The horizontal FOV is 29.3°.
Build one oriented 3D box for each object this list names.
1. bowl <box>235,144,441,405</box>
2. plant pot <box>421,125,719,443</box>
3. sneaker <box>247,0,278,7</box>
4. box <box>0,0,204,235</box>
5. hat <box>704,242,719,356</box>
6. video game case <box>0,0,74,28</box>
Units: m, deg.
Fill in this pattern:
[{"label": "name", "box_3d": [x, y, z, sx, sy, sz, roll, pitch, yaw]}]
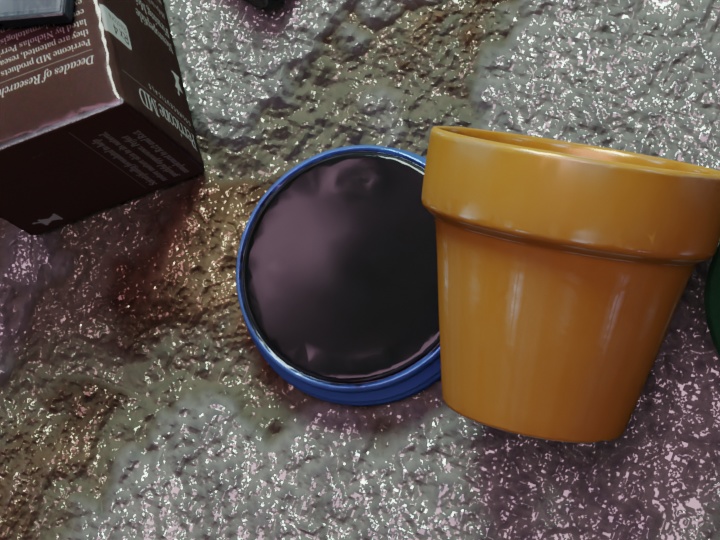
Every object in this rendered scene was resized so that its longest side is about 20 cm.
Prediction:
[{"label": "bowl", "box_3d": [0.000, 0.000, 1.033, 0.200, 0.039, 0.201, -4, 76, 15]}, {"label": "plant pot", "box_3d": [0.131, 0.010, 0.921, 0.199, 0.200, 0.184, 12, 99, 18]}, {"label": "sneaker", "box_3d": [-0.119, -0.300, 1.134, 0.200, 0.075, 0.079, 43, 79, 13]}, {"label": "box", "box_3d": [-0.243, -0.163, 1.075, 0.164, 0.166, 0.201, -19, 72, 10]}, {"label": "hat", "box_3d": [0.337, -0.021, 0.956, 0.165, 0.176, 0.200, 26, 117, 8]}, {"label": "video game case", "box_3d": [-0.298, -0.243, 1.013, 0.199, 0.019, 0.143, -2, 75, 17]}]
